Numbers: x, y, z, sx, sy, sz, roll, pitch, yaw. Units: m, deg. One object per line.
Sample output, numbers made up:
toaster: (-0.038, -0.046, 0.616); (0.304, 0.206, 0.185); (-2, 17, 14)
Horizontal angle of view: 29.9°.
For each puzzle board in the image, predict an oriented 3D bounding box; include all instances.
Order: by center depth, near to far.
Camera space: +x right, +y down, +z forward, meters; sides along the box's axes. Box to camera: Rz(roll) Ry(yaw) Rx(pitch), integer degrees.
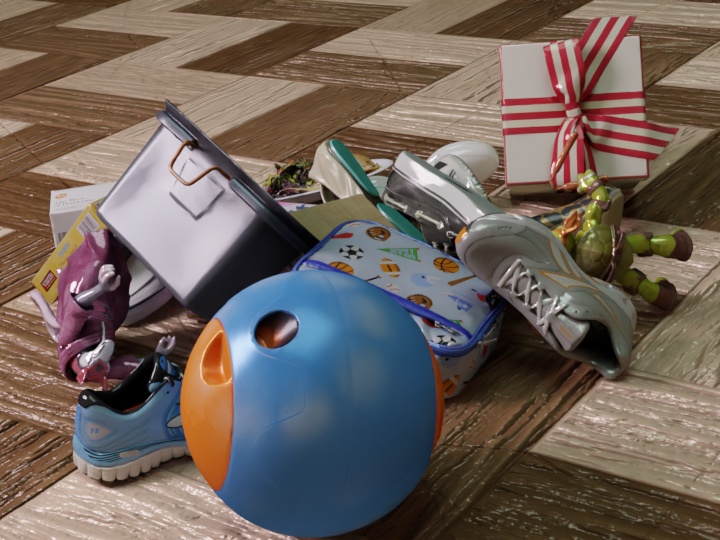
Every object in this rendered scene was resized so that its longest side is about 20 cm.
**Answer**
puzzle board: (0.000, 0.000, 1.373); (0.150, 0.017, 0.200); (-17, 49, -36)

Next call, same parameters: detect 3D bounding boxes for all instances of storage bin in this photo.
storage bin: (-0.159, -0.050, 1.312); (0.200, 0.146, 0.134); (42, 90, 26)

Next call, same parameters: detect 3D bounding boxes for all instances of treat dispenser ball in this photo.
treat dispenser ball: (-0.036, 0.100, 1.024); (0.200, 0.202, 0.201); (-5, 24, 2)

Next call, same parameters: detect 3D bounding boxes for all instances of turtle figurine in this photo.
turtle figurine: (0.242, -0.025, 1.303); (0.161, 0.201, 0.064); (11, -4, -22)

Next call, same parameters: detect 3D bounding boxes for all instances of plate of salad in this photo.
plate of salad: (-0.058, -0.120, 1.679); (0.199, 0.048, 0.200); (-14, 12, 3)

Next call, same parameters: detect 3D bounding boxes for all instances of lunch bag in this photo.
lunch bag: (0.037, 0.035, 1.261); (0.199, 0.076, 0.160); (24, 33, 17)

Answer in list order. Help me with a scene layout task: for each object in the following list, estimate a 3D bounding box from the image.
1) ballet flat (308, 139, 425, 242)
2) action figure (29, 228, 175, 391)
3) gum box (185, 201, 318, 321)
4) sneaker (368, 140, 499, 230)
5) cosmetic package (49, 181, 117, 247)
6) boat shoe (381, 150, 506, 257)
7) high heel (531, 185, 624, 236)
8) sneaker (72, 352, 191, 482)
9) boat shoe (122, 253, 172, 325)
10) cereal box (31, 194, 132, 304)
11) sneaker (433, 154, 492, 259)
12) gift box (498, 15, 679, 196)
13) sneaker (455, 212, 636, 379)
ballet flat: (0.007, -0.062, 1.525); (0.069, 0.070, 0.200); (-22, 61, -33)
action figure: (-0.266, 0.049, 1.287); (0.148, 0.134, 0.200); (-20, 33, 8)
gum box: (-0.098, -0.006, 1.446); (0.113, 0.066, 0.200); (6, 26, 22)
sneaker: (0.081, -0.088, 1.598); (0.200, 0.071, 0.080); (-24, 43, -8)
cosmetic package: (-0.283, -0.080, 1.675); (0.199, 0.051, 0.083); (-9, 23, -8)
boat shoe: (0.095, -0.048, 1.326); (0.071, 0.064, 0.200); (18, 16, -44)
high heel: (0.204, -0.052, 1.479); (0.142, 0.072, 0.200); (9, 33, 26)
sneaker: (-0.153, 0.112, 1.163); (0.199, 0.090, 0.078); (-17, 26, -27)
boat shoe: (-0.214, -0.030, 1.452); (0.073, 0.067, 0.200); (17, 54, 34)
cereal box: (-0.257, -0.048, 1.491); (0.040, 0.144, 0.200); (48, 36, 6)
sneaker: (0.105, -0.042, 1.394); (0.087, 0.076, 0.200); (-34, 45, 4)
gift box: (0.258, -0.184, 1.563); (0.199, 0.185, 0.187); (-8, -2, 8)
sneaker: (0.172, 0.024, 1.215); (0.200, 0.076, 0.092); (31, 29, -13)
